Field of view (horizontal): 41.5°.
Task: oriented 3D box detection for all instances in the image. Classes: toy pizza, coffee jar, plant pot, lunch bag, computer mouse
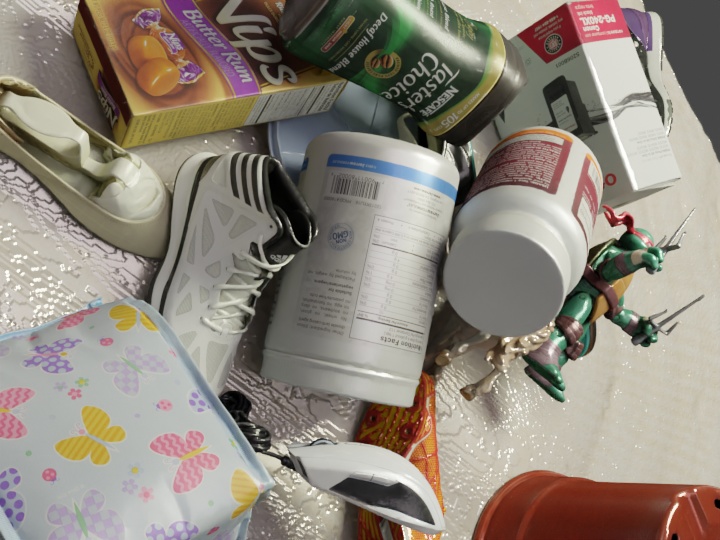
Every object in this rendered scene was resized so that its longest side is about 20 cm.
[{"bbox_3d":[-0.003,-0.107,0.889,0.200,0.032,0.201,12,69,-33],"label":"toy pizza"},{"bbox_3d":[0.040,-0.185,0.786,0.200,0.104,0.086,25,40,-30],"label":"coffee jar"},{"bbox_3d":[0.235,0.269,0.836,0.200,0.195,0.202,11,69,-32],"label":"plant pot"},{"bbox_3d":[-0.184,0.121,0.636,0.169,0.127,0.200,-22,64,-36],"label":"lunch bag"},{"bbox_3d":[-0.019,0.144,0.728,0.199,0.110,0.044,25,86,-10],"label":"computer mouse"}]

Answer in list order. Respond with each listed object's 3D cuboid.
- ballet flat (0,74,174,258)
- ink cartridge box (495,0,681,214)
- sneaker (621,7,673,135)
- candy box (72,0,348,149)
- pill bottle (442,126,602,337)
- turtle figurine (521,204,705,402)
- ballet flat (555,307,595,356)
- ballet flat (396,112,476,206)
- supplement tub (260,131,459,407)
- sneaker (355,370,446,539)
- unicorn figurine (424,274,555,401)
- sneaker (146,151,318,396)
[{"bbox_3d":[-0.207,-0.079,0.719,0.200,0.069,0.070,36,59,-21],"label":"ballet flat"},{"bbox_3d":[0.223,-0.157,0.988,0.083,0.145,0.201,-15,85,-37],"label":"ink cartridge box"},{"bbox_3d":[0.308,-0.221,1.126,0.087,0.076,0.201,8,67,-17],"label":"sneaker"},{"bbox_3d":[-0.122,-0.179,0.791,0.200,0.056,0.117,-17,74,-32],"label":"candy box"},{"bbox_3d":[0.139,-0.036,0.807,0.114,0.114,0.200,50,33,-11],"label":"pill bottle"},{"bbox_3d":[0.232,0.027,0.880,0.200,0.101,0.150,-47,141,-5],"label":"turtle figurine"},{"bbox_3d":[0.186,-0.009,0.962,0.200,0.068,0.068,59,40,-7],"label":"ballet flat"},{"bbox_3d":[0.067,-0.159,0.897,0.068,0.068,0.201,0,75,-25],"label":"ballet flat"},{"bbox_3d":[0.000,0.000,0.770,0.132,0.132,0.201,15,85,-30],"label":"supplement tub"},{"bbox_3d":[0.038,0.185,0.818,0.077,0.073,0.201,26,66,-49],"label":"sneaker"},{"bbox_3d":[0.106,0.049,0.866,0.137,0.200,0.074,-40,123,-18],"label":"unicorn figurine"},{"bbox_3d":[-0.096,0.005,0.719,0.076,0.115,0.201,10,83,-48],"label":"sneaker"}]
